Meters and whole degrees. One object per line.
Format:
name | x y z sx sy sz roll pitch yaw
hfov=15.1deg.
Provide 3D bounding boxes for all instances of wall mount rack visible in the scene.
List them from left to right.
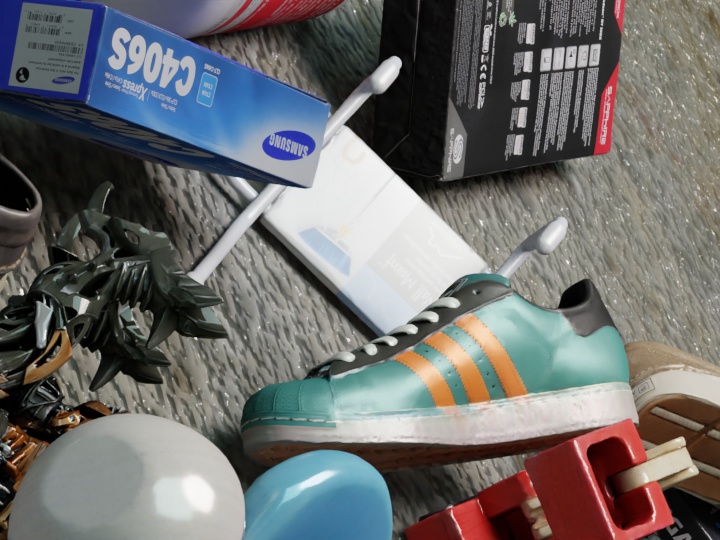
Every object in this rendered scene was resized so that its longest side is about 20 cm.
wall mount rack | 0.000 0.000 1.287 0.200 0.075 0.174 44 67 -5

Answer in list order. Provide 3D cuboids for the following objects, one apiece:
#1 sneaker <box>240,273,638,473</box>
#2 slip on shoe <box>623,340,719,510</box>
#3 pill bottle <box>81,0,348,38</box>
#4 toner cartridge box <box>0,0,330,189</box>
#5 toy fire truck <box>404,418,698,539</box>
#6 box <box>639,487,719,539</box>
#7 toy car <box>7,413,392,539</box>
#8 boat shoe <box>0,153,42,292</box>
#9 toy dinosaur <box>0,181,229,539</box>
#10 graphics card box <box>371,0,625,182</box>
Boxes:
sneaker | 0.031 0.045 1.217 0.199 0.071 0.080 -4 76 -31
slip on shoe | 0.204 0.097 1.353 0.199 0.076 0.061 25 24 -22
pill bottle | -0.057 -0.180 1.381 0.112 0.112 0.200 54 29 11
toner cartridge box | -0.101 -0.078 1.172 0.095 0.043 0.200 11 -3 28
toy fire truck | 0.099 0.103 1.207 0.200 0.141 0.049 -12 77 -58
box | 0.243 0.177 1.416 0.199 0.050 0.200 54 30 14
toy car | -0.029 0.144 0.925 0.175 0.149 0.201 63 17 -50
boat shoe | -0.207 -0.070 1.083 0.200 0.073 0.075 40 29 -13
toy dinosaur | -0.130 0.037 1.020 0.136 0.102 0.201 -32 112 -26
graphics card box | 0.079 -0.119 1.484 0.051 0.126 0.200 11 13 29
